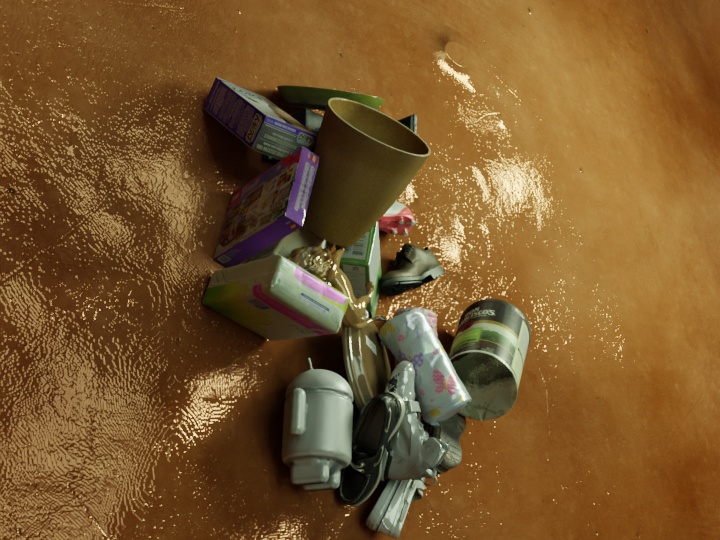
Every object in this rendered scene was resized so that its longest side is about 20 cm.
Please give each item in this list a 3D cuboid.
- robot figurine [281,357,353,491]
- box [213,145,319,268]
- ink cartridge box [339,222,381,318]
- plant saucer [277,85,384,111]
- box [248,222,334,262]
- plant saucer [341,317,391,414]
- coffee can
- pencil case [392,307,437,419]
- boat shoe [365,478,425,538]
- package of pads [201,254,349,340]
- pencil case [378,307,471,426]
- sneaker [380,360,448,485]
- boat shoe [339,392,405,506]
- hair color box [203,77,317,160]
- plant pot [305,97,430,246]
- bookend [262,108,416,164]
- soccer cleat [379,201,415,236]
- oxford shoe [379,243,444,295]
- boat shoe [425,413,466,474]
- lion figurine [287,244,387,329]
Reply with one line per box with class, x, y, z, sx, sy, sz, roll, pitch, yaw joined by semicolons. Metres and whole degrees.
robot figurine;-0.068;0.245;1.610;0.170;0.111;0.203;50;37;-56
box;-0.151;-0.098;1.610;0.039;0.199;0.139;32;52;-29
ink cartridge box;0.000;0.000;1.798;0.201;0.058;0.105;84;14;-56
plant saucer;-0.055;-0.306;1.827;0.198;0.198;0.032;2;98;-45
box;-0.104;-0.052;1.731;0.095;0.077;0.201;47;45;-22
plant saucer;0.016;0.166;1.733;0.200;0.029;0.203;-15;90;-74
coffee can;0.239;0.166;1.907;0.147;0.145;0.201;54;28;-14
pencil case;0.100;0.168;1.842;0.085;0.083;0.203;14;63;-27
boat shoe;0.079;0.371;1.731;0.066;0.074;0.201;28;58;8
package of pads;-0.130;0.047;1.568;0.154;0.198;0.069;32;64;-33
pencil case;0.111;0.166;1.754;0.090;0.083;0.202;-26;75;-15
sneaker;0.093;0.258;1.683;0.075;0.113;0.203;31;69;-71
boat shoe;0.009;0.292;1.637;0.060;0.073;0.202;9;110;-61
hair color box;-0.169;-0.248;1.672;0.108;0.065;0.200;16;18;-41
plant pot;-0.010;-0.149;1.652;0.184;0.202;0.187;23;22;-10
bookend;-0.037;-0.235;1.786;0.198;0.197;0.094;15;70;-40
soccer cleat;0.018;-0.114;1.909;0.198;0.067;0.077;10;34;-37
oxford shoe;0.084;-0.004;1.917;0.199;0.072;0.085;-19;84;-60
boat shoe;0.142;0.299;1.840;0.075;0.073;0.201;45;25;-11
lion figurine;-0.036;0.032;1.643;0.200;0.072;0.123;47;28;-7
